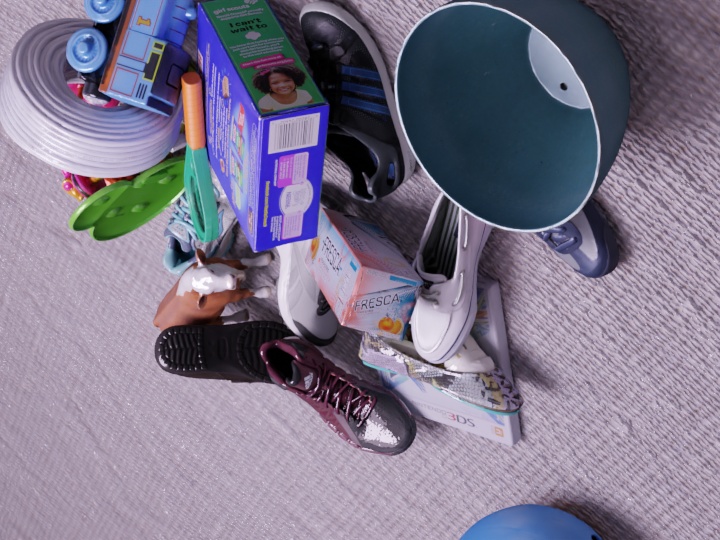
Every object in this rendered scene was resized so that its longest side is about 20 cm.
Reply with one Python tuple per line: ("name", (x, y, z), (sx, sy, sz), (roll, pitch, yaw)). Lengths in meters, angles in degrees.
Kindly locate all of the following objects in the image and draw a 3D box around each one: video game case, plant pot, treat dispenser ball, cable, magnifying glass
("video game case", (0.083, 0.083, 1.488), (0.181, 0.022, 0.202), (14, 128, 38))
("plant pot", (0.146, -0.152, 1.151), (0.199, 0.135, 0.202), (25, 134, 29))
("treat dispenser ball", (0.180, 0.349, 1.453), (0.200, 0.201, 0.203), (26, 135, 29))
("cable", (-0.286, -0.186, 1.481), (0.199, 0.200, 0.069), (37, 134, 5))
("magnifying glass", (-0.172, -0.117, 1.462), (0.080, 0.022, 0.202), (-122, 23, -46))

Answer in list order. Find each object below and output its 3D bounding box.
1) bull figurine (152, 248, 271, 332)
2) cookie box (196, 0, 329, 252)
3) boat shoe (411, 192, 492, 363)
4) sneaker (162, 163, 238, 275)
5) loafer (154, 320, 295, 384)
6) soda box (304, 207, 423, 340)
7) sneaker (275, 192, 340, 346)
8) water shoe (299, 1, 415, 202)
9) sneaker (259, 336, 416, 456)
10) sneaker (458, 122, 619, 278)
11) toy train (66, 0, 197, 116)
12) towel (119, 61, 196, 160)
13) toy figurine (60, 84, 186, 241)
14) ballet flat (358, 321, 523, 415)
("bull figurine", (-0.172, 0.025, 1.610), (0.200, 0.120, 0.066), (-34, 66, 54))
("cookie box", (-0.103, -0.152, 1.384), (0.172, 0.074, 0.201), (97, 153, -43))
("boat shoe", (0.076, 0.000, 1.346), (0.073, 0.066, 0.202), (26, 115, 35))
("sneaker", (-0.179, -0.063, 1.584), (0.077, 0.086, 0.201), (39, 140, 16))
("loafer", (-0.152, 0.095, 1.627), (0.071, 0.198, 0.074), (161, 115, -64))
("soda box", (0.000, 0.000, 1.374), (0.200, 0.068, 0.064), (-124, 51, -67))
("sneaker", (-0.047, 0.001, 1.517), (0.079, 0.074, 0.202), (15, 129, 30))
("water shoe", (-0.012, -0.164, 1.344), (0.071, 0.079, 0.201), (-15, 108, 49))
("sneaker", (-0.036, 0.140, 1.529), (0.199, 0.076, 0.115), (31, -179, 19))
("sneaker", (0.151, -0.062, 1.258), (0.200, 0.082, 0.070), (50, 141, 3))
("toy train", (-0.221, -0.259, 1.410), (0.113, 0.087, 0.202), (18, 90, 14))
("towel", (-0.236, -0.189, 1.604), (0.086, 0.018, 0.200), (42, 140, 5))
("toy figurine", (-0.307, -0.147, 1.562), (0.150, 0.200, 0.185), (-41, 80, 26))
("ballet flat", (0.082, 0.089, 1.428), (0.199, 0.072, 0.073), (19, 131, 33))
